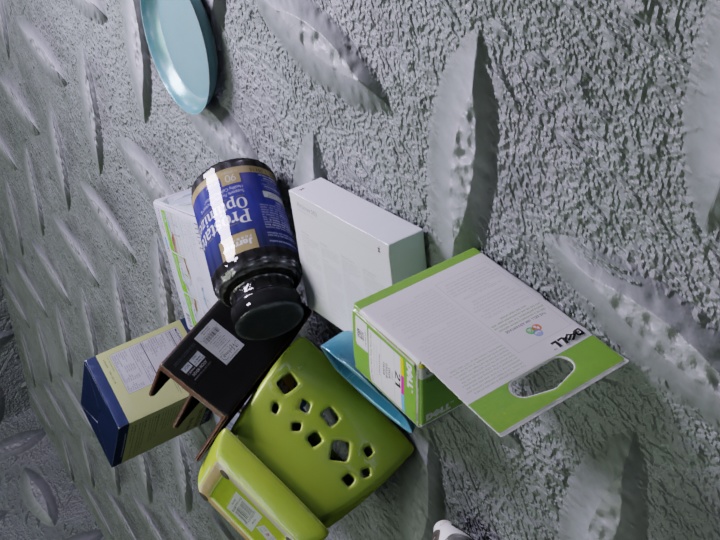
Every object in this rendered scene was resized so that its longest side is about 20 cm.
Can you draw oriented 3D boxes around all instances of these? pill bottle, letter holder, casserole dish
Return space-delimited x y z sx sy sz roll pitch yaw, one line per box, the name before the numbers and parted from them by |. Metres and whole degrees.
pill bottle | -0.132 -0.025 1.249 0.112 0.110 0.202 112 145 -54
letter holder | -0.169 0.118 1.297 0.100 0.200 0.143 36 138 3
casserole dish | 0.019 0.118 1.126 0.121 0.039 0.200 38 172 15

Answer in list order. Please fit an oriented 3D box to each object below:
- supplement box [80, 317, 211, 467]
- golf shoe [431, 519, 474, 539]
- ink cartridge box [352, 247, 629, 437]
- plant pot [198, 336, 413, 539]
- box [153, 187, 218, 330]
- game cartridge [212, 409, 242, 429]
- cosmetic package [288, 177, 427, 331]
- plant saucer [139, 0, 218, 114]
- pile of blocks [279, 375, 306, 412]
supplement box | -0.365 0.211 1.806 0.135 0.198 0.201 58 152 17
golf shoe | 0.122 0.376 1.191 0.095 0.077 0.203 -128 28 -63
ink cartridge box | 0.105 0.079 0.895 0.200 0.146 0.077 40 143 42
plant pot | -0.083 0.237 1.274 0.199 0.181 0.200 43 150 5
box | -0.195 -0.005 1.444 0.176 0.096 0.203 17 125 56
game cartridge | -0.181 0.283 1.705 0.199 0.040 0.136 16 120 57
cosmetic package | 0.000 0.000 1.138 0.199 0.051 0.153 31 139 49
plant saucer | -0.236 -0.308 1.371 0.200 0.027 0.203 41 142 41
pile of blocks | -0.116 0.209 1.444 0.062 0.081 0.203 -13 66 52
